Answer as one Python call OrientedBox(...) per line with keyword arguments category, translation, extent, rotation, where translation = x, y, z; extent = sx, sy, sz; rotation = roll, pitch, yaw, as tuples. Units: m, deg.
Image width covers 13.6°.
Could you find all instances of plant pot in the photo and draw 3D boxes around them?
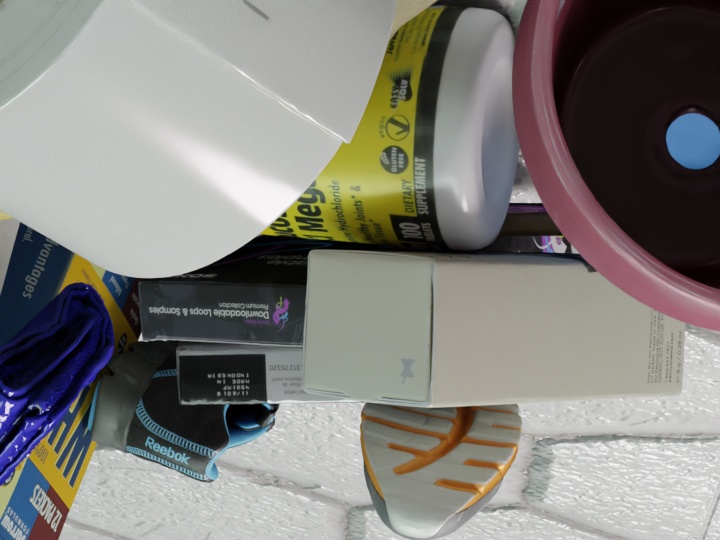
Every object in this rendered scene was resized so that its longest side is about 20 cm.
OrientedBox(category="plant pot", translation=(0.152, -0.067, 1.250), extent=(0.199, 0.201, 0.179), rotation=(13, 172, -6))

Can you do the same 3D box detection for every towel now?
OrientedBox(category="towel", translation=(-0.198, 0.101, 1.419), extent=(0.050, 0.148, 0.200), rotation=(45, 111, -2))

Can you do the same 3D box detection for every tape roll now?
OrientedBox(category="tape roll", translation=(-0.103, -0.115, 1.217), extent=(0.202, 0.204, 0.139), rotation=(-9, 151, 41))

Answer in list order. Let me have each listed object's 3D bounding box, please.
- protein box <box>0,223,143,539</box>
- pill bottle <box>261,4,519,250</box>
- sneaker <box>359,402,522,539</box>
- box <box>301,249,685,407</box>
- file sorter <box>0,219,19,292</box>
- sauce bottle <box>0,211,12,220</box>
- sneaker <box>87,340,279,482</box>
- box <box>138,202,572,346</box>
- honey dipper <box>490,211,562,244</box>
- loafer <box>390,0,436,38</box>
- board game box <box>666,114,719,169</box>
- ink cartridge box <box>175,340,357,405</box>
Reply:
OrientedBox(category="protein box", translation=(-0.241, 0.032, 1.616), extent=(0.199, 0.199, 0.135), rotation=(16, 161, 16))
OrientedBox(category="pill bottle", translation=(-0.031, -0.072, 1.410), extent=(0.199, 0.113, 0.113), rotation=(5, 158, 16))
OrientedBox(category="sneaker", translation=(0.036, 0.085, 1.493), extent=(0.078, 0.200, 0.078), rotation=(15, 116, 0))
OrientedBox(category="box", translation=(0.066, 0.026, 1.415), extent=(0.082, 0.069, 0.199), rotation=(4, -178, 39))
OrientedBox(category="file sorter", translation=(-0.243, -0.065, 1.414), extent=(0.138, 0.201, 0.124), rotation=(-7, 151, 38))
OrientedBox(category="sauce bottle", translation=(-0.179, -0.050, 1.309), extent=(0.064, 0.065, 0.200), rotation=(-1, -174, 28))
OrientedBox(category="sneaker", translation=(-0.071, 0.059, 1.669), extent=(0.082, 0.200, 0.074), rotation=(27, 126, 16))
OrientedBox(category="box", translation=(0.000, 0.000, 1.527), extent=(0.142, 0.036, 0.200), rotation=(1, -165, 31))
OrientedBox(category="honey dipper", translation=(0.139, -0.021, 1.443), extent=(0.199, 0.038, 0.038), rotation=(-2, 155, 23))
OrientedBox(category="loafer", translation=(-0.001, -0.122, 1.296), extent=(0.199, 0.068, 0.076), rotation=(-6, -162, 41))
OrientedBox(category="board game box", translation=(0.178, -0.068, 1.427), extent=(0.199, 0.039, 0.158), rotation=(11, 153, -6))
OrientedBox(category="ink cartridge box", translation=(-0.041, 0.028, 1.577), extent=(0.094, 0.037, 0.200), rotation=(-1, -165, 2))
